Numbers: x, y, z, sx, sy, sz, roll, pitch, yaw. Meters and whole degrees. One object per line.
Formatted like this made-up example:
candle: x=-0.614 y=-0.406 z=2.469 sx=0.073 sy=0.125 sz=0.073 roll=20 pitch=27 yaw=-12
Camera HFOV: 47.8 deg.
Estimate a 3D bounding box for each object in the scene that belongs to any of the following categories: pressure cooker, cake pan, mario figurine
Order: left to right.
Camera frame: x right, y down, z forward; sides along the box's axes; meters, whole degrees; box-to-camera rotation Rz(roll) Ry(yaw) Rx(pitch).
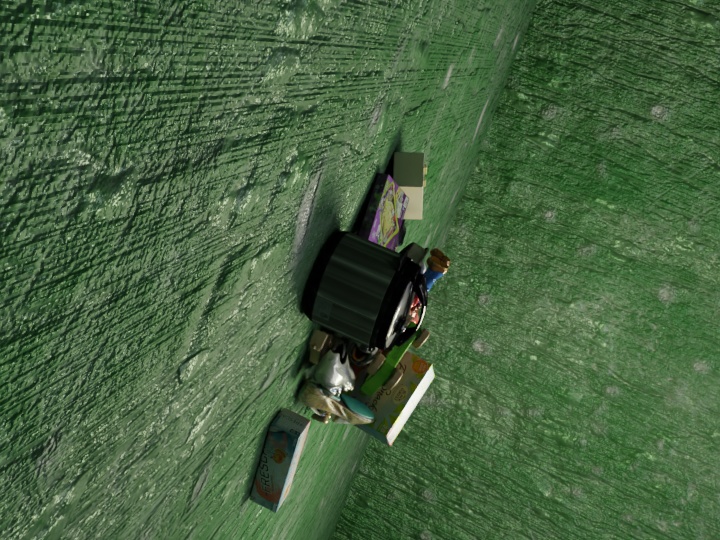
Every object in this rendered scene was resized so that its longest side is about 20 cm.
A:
pressure cooker: x=0.019 y=0.045 z=1.420 sx=0.176 sy=0.198 sz=0.180 roll=70 pitch=43 yaw=-75
cake pan: x=0.071 y=0.010 z=1.812 sx=0.200 sy=0.037 sz=0.200 roll=-46 pitch=-176 yaw=4
mario figurine: x=0.107 y=0.038 z=1.791 sx=0.123 sy=0.106 sz=0.201 roll=6 pitch=126 yaw=-51

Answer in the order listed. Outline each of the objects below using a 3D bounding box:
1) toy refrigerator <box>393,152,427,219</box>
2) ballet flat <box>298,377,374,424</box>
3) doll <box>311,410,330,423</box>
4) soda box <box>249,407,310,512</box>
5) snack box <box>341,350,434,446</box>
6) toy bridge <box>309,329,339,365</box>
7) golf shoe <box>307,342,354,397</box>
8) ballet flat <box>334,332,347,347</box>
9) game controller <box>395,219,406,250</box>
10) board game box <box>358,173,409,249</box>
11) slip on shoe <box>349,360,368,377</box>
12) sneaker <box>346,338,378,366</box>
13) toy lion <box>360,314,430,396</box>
toy refrigerator: x=0.106 y=-0.177 z=1.726 sx=0.200 sy=0.069 sz=0.077 roll=76 pitch=17 yaw=-74
ballet flat: x=-0.055 y=0.289 z=1.724 sx=0.199 sy=0.070 sz=0.071 roll=35 pitch=74 yaw=-37
doll: x=-0.063 y=0.245 z=1.886 sx=0.136 sy=0.048 sz=0.202 roll=-43 pitch=151 yaw=-79
soda box: x=-0.159 y=0.374 z=1.598 sx=0.068 sy=0.063 sz=0.202 roll=-49 pitch=159 yaw=-61
snack box: x=0.048 y=0.268 z=1.847 sx=0.201 sy=0.167 sz=0.068 roll=-54 pitch=153 yaw=-21
toy bridge: x=-0.079 y=0.158 z=1.652 sx=0.200 sy=0.027 sz=0.068 roll=45 pitch=69 yaw=-81
golf shoe: x=-0.042 y=0.195 z=1.660 sx=0.200 sy=0.077 sz=0.098 roll=-10 pitch=121 yaw=-81
ballet flat: x=-0.008 y=0.123 z=1.771 sx=0.199 sy=0.071 sz=0.069 roll=-27 pitch=-157 yaw=41
game controller: x=0.069 y=-0.060 z=1.808 sx=0.105 sy=0.042 sz=0.200 roll=-64 pitch=180 yaw=14
board game box: x=0.038 y=-0.074 z=1.593 sx=0.120 sy=0.032 sz=0.202 roll=43 pitch=62 yaw=-63
slip on shoe: x=0.006 y=0.185 z=1.825 sx=0.200 sy=0.061 sz=0.074 roll=-51 pitch=-170 yaw=-28
sneaker: x=-0.001 y=0.160 z=1.673 sx=0.080 sy=0.073 sz=0.201 roll=-59 pitch=176 yaw=-25
toy lion: x=0.058 y=0.193 z=1.738 sx=0.200 sy=0.068 sz=0.192 roll=-51 pitch=180 yaw=-39
